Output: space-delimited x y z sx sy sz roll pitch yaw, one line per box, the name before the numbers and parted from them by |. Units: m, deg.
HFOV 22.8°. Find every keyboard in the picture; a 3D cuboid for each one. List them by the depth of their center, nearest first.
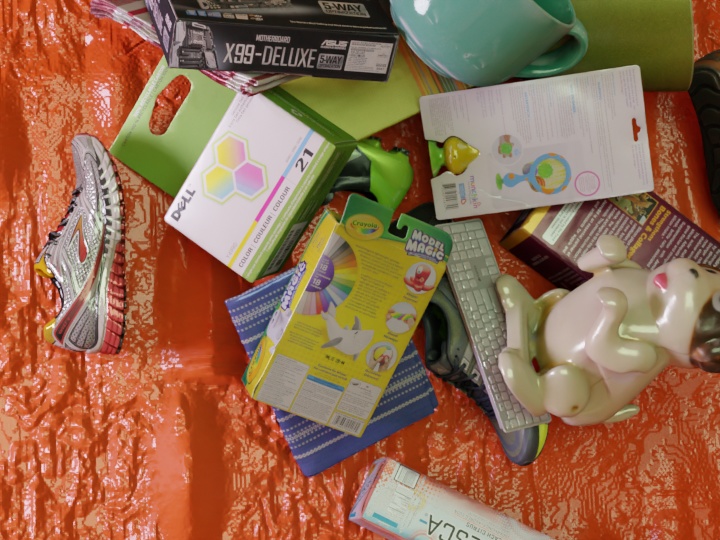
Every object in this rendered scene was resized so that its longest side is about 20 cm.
keyboard | 0.120 0.048 1.628 0.056 0.011 0.201 -11 76 -29

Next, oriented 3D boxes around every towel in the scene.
towel | -0.126 -0.215 1.603 0.200 0.023 0.144 31 34 26
towel | -0.023 0.078 1.615 0.144 0.024 0.201 -27 116 -9
towel | 0.020 -0.175 1.630 0.199 0.018 0.086 -26 88 -5

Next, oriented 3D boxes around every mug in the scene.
mug | 0.106 -0.224 1.553 0.114 0.152 0.185 -38 97 23

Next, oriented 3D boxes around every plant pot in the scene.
plant pot | 0.198 -0.248 1.686 0.199 0.187 0.188 -8 83 2

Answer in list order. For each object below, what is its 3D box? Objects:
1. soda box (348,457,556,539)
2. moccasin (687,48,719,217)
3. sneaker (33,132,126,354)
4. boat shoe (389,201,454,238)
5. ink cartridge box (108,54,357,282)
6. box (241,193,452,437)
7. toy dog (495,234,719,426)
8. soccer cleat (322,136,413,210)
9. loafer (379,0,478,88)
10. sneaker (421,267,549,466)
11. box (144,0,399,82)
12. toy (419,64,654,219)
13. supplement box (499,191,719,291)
soda box | 0.092 0.241 1.633 0.199 0.068 0.064 27 78 -5
moccasin | 0.370 -0.118 1.728 0.078 0.074 0.202 -30 104 -36
sneaker | -0.251 -0.025 1.604 0.082 0.078 0.201 0 81 -10
boat shoe | 0.001 0.001 1.645 0.201 0.074 0.063 -38 119 -11
ink cartridge box | -0.127 -0.106 1.594 0.200 0.076 0.148 35 104 10
box | -0.010 0.035 1.566 0.117 0.048 0.201 22 103 -24
toy dog | 0.242 0.062 1.581 0.199 0.140 0.194 -24 118 23
soccer cleat | -0.047 -0.110 1.665 0.199 0.068 0.081 25 90 -7
loafer | 0.070 -0.192 1.693 0.200 0.072 0.073 45 77 -1
sneaker | 0.104 0.092 1.650 0.081 0.074 0.201 -20 78 -34
box | -0.082 -0.227 1.567 0.199 0.158 0.050 2 124 -18
toy | 0.159 -0.118 1.630 0.199 0.047 0.116 -8 103 3
supplement box | 0.248 -0.015 1.694 0.200 0.086 0.111 37 77 -3
